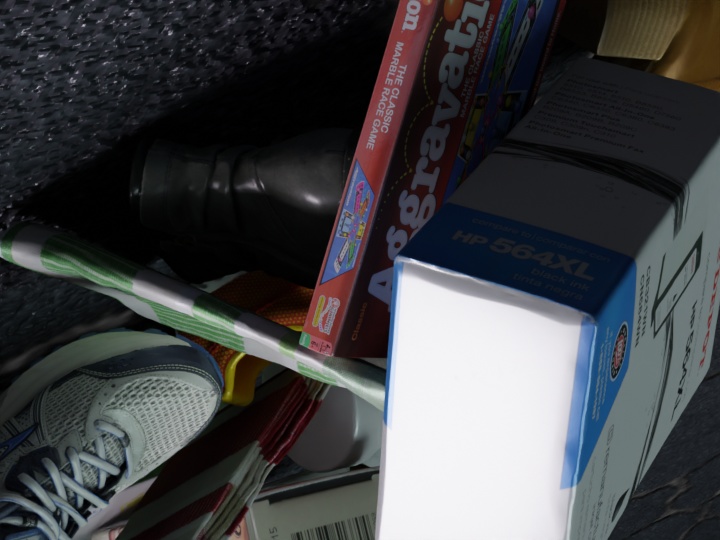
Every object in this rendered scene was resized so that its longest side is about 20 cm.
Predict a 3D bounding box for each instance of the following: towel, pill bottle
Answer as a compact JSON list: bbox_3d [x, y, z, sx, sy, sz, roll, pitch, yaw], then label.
[{"bbox_3d":[-0.050,0.029,0.827,0.024,0.199,0.152,-66,158,-3],"label":"towel"},{"bbox_3d":[0.044,0.056,1.107,0.199,0.113,0.113,-12,156,-41],"label":"pill bottle"},{"bbox_3d":[-0.096,0.136,0.970,0.144,0.023,0.200,-33,-162,47],"label":"towel"}]

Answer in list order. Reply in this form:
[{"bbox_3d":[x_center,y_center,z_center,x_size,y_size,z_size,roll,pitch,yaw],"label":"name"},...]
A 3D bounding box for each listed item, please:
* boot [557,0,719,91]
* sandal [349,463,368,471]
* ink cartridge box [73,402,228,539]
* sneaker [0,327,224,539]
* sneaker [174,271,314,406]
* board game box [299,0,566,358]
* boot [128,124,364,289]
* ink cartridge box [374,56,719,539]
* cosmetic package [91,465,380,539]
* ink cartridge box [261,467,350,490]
[{"bbox_3d":[0.137,-0.059,0.921,0.143,0.071,0.202,-2,124,-36],"label":"boot"},{"bbox_3d":[0.025,0.124,1.169,0.079,0.201,0.058,-7,109,-30],"label":"sandal"},{"bbox_3d":[-0.120,0.101,1.107,0.145,0.048,0.200,-19,162,-25],"label":"ink cartridge box"},{"bbox_3d":[-0.142,0.100,0.795,0.199,0.085,0.077,-29,126,-5],"label":"sneaker"},{"bbox_3d":[0.000,0.000,0.958,0.200,0.077,0.073,-36,160,9],"label":"sneaker"},{"bbox_3d":[0.037,-0.062,0.747,0.103,0.019,0.201,5,103,-58],"label":"board game box"},{"bbox_3d":[-0.018,-0.008,0.853,0.130,0.068,0.200,-1,150,21],"label":"boot"},{"bbox_3d":[0.086,0.021,0.766,0.200,0.084,0.147,-46,145,-50],"label":"ink cartridge box"},{"bbox_3d":[-0.064,0.172,1.067,0.103,0.088,0.200,-10,173,-35],"label":"cosmetic package"},{"bbox_3d":[-0.063,0.168,1.283,0.199,0.045,0.176,-22,174,40],"label":"ink cartridge box"}]
